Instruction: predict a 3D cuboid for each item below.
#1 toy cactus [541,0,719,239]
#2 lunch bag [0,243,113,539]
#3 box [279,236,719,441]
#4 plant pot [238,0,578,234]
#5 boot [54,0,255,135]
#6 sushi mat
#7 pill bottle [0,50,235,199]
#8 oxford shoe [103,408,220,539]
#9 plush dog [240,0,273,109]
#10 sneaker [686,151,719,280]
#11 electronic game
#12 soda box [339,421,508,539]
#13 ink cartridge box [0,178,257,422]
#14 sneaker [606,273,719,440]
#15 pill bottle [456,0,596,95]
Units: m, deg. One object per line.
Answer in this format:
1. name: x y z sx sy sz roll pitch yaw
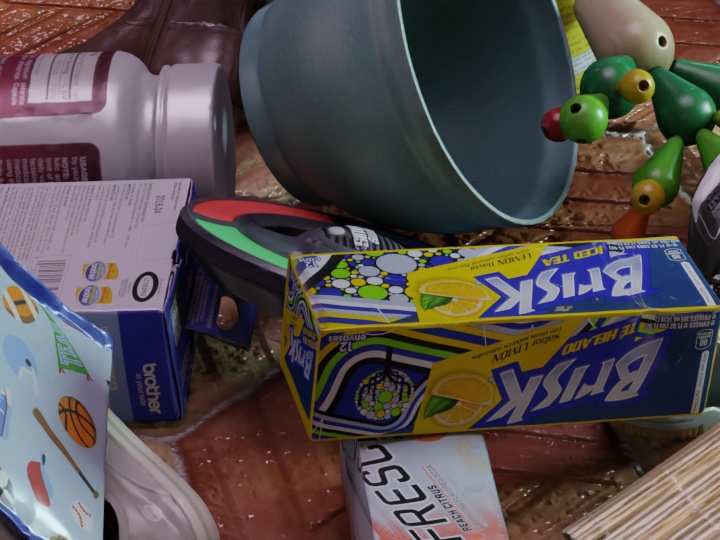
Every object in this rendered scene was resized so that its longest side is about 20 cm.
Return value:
1. toy cactus: 0.174 -0.096 1.587 0.199 0.103 0.165 -8 48 -31
2. lunch bag: -0.224 0.103 1.295 0.199 0.124 0.171 -30 35 24
3. box: 0.066 0.031 1.327 0.199 0.065 0.070 -3 32 -15
4. plant pot: 0.017 -0.107 1.557 0.134 0.201 0.201 -15 25 29
5. boot: -0.130 -0.186 1.695 0.185 0.201 0.064 11 -3 24
6. sushi mat: 0.196 0.097 1.312 0.199 0.012 0.096 -34 47 -12
7. pill bottle: -0.175 -0.067 1.591 0.198 0.115 0.114 -1 32 5
8. oxford shoe: -0.146 0.099 1.365 0.058 0.076 0.200 -25 42 -30
9. plush dog: -0.025 -0.165 1.729 0.199 0.160 0.172 -26 35 33
10. sneaker: 0.264 -0.040 1.517 0.199 0.081 0.086 -27 39 -28
11. electronic game: 0.000 0.000 1.460 0.199 0.042 0.200 16 12 -3
12. soda box: 0.030 0.121 1.302 0.063 0.069 0.200 -2 31 -6
13. ink cartridge box: -0.157 0.016 1.492 0.199 0.077 0.137 -3 33 6
14. sneaker: 0.198 0.015 1.432 0.199 0.088 0.076 -26 39 -27
15. pill bottle: 0.092 -0.191 1.664 0.110 0.201 0.112 -4 32 2
